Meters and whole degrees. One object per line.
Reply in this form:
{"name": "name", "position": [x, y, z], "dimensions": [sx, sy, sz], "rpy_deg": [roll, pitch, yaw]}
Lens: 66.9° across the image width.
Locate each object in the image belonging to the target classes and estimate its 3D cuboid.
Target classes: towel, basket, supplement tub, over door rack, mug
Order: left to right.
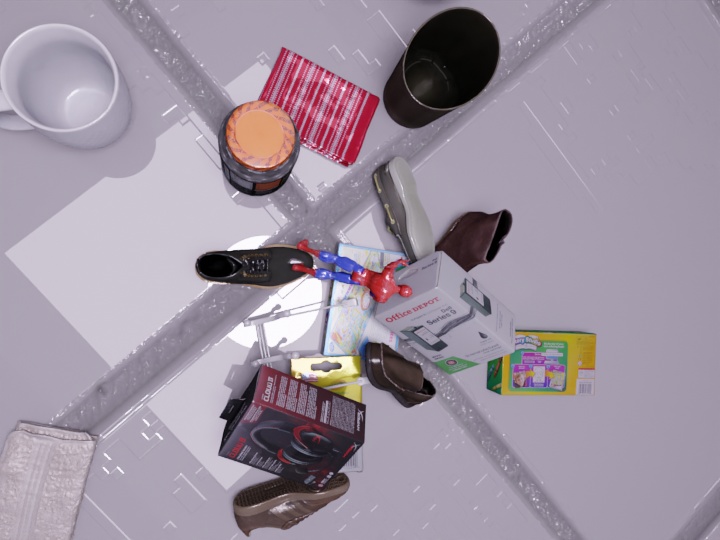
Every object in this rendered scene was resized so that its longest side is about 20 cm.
{"name": "towel", "position": [-0.504, 0.344, 0.859], "dimensions": [0.132, 0.034, 0.201], "rpy_deg": [13, 87, -12]}
{"name": "mug", "position": [-0.443, -0.249, 0.807], "dimensions": [0.200, 0.175, 0.148], "rpy_deg": [-17, 93, -12]}
{"name": "supplement tub", "position": [-0.160, -0.189, 0.858], "dimensions": [0.122, 0.200, 0.123], "rpy_deg": [0, 89, -13]}
{"name": "over door rack", "position": [-0.081, 0.132, 0.893], "dimensions": [0.199, 0.067, 0.148], "rpy_deg": [-11, 86, -10]}
{"name": "towel", "position": [-0.076, -0.289, 0.970], "dimensions": [0.200, 0.022, 0.145], "rpy_deg": [25, 83, -11]}
{"name": "basket", "position": [0.119, -0.322, 0.923], "dimensions": [0.136, 0.200, 0.180], "rpy_deg": [45, 81, -9]}

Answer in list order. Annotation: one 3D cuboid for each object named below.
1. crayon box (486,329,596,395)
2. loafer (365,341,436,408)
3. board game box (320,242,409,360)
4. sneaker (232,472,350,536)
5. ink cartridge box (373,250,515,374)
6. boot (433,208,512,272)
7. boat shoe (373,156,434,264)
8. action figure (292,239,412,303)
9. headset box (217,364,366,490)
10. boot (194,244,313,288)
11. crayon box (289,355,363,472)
{"name": "crayon box", "position": [0.346, 0.174, 1.041], "dimensions": [0.199, 0.058, 0.119], "rpy_deg": [3, 88, -13]}
{"name": "loafer", "position": [0.071, 0.171, 0.927], "dimensions": [0.071, 0.200, 0.073], "rpy_deg": [-17, 54, 23]}
{"name": "board game box", "position": [0.009, 0.060, 0.978], "dimensions": [0.134, 0.034, 0.201], "rpy_deg": [9, 87, -12]}
{"name": "sneaker", "position": [-0.115, 0.399, 0.940], "dimensions": [0.199, 0.070, 0.076], "rpy_deg": [-8, 110, -10]}
{"name": "ink cartridge box", "position": [0.142, 0.077, 0.922], "dimensions": [0.200, 0.146, 0.084], "rpy_deg": [38, 44, -24]}
{"name": "boot", "position": [0.171, -0.017, 0.946], "dimensions": [0.072, 0.166, 0.200], "rpy_deg": [30, 83, -15]}
{"name": "boat shoe", "position": [0.077, -0.098, 0.974], "dimensions": [0.072, 0.060, 0.202], "rpy_deg": [-13, 85, -52]}
{"name": "action figure", "position": [0.000, 0.000, 0.896], "dimensions": [0.200, 0.099, 0.065], "rpy_deg": [20, 109, 21]}
{"name": "headset box", "position": [-0.113, 0.240, 0.832], "dimensions": [0.200, 0.075, 0.149], "rpy_deg": [25, 123, -15]}
{"name": "boot", "position": [-0.167, -0.005, 0.886], "dimensions": [0.199, 0.138, 0.078], "rpy_deg": [-8, 91, -14]}
{"name": "crayon box", "position": [-0.060, 0.247, 0.950], "dimensions": [0.127, 0.051, 0.201], "rpy_deg": [0, 90, -10]}
